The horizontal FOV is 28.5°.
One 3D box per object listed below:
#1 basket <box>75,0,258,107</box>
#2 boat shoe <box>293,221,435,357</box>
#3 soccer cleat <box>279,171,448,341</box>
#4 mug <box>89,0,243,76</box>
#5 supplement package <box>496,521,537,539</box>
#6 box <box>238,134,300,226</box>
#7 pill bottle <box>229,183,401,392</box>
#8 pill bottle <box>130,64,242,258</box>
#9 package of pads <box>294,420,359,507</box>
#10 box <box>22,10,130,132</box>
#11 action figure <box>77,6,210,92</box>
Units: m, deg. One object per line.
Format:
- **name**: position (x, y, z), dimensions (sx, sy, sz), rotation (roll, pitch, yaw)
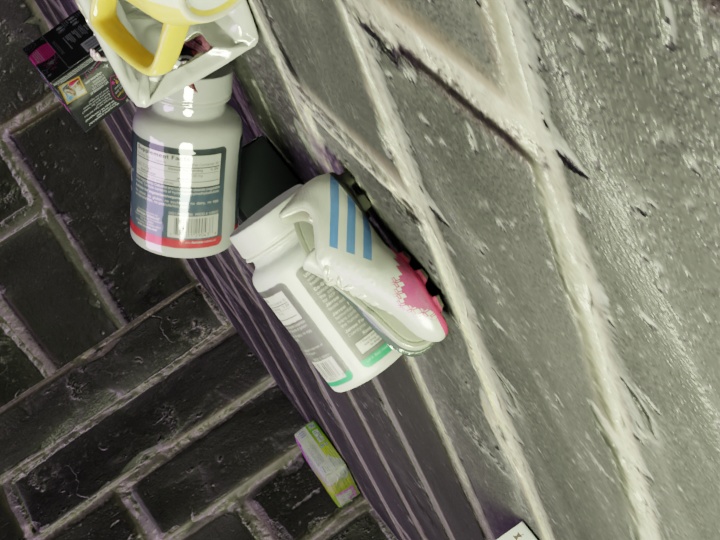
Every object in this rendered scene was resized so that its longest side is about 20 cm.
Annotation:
- **basket**: position (-0.196, -0.271, 1.270), dimensions (0.123, 0.136, 0.200), rotation (54, 171, 36)
- **boat shoe**: position (0.001, 0.007, 1.395), dimensions (0.200, 0.073, 0.062), rotation (48, 165, 16)
- **soccer cleat**: position (0.000, 0.000, 1.329), dimensions (0.200, 0.086, 0.070), rotation (53, 170, 18)
- **mug**: position (-0.147, -0.254, 1.080), dimensions (0.153, 0.149, 0.187), rotation (42, 167, 24)
- **supplement package**: position (0.184, 0.427, 1.649), dimensions (0.152, 0.151, 0.200), rotation (50, 169, 36)
- **box**: position (-0.080, -0.037, 1.638), dimensions (0.200, 0.079, 0.141), rotation (52, 172, 27)
- **pill bottle**: position (-0.040, 0.017, 1.474), dimensions (0.200, 0.113, 0.113), rotation (54, 171, -9)
- **pill bottle**: position (-0.188, -0.126, 1.536), dimensions (0.120, 0.120, 0.200), rotation (44, 135, 52)
- **package of pads**: position (-0.079, 0.470, 3.411), dimensions (0.155, 0.068, 0.200), rotation (51, 170, 31)
- **box**: position (-0.474, -0.345, 2.435), dimensions (0.200, 0.132, 0.115), rotation (44, 169, 53)
- **action figure**: position (-0.209, -0.235, 1.451), dimensions (0.200, 0.134, 0.149), rotation (53, 172, 33)
